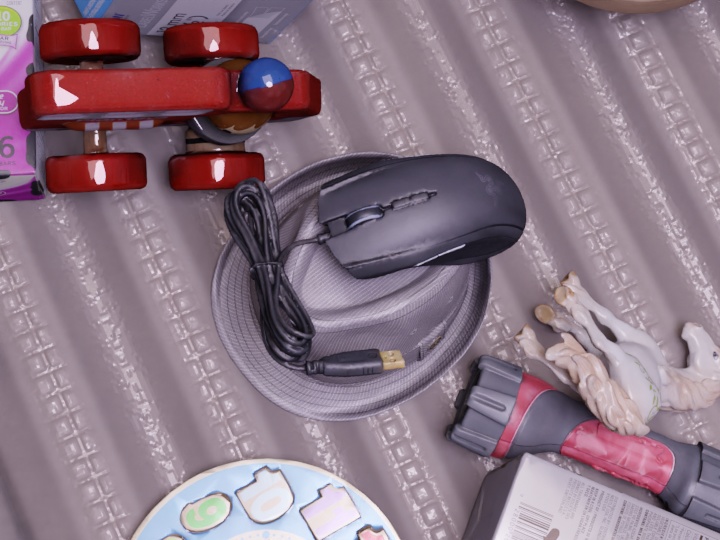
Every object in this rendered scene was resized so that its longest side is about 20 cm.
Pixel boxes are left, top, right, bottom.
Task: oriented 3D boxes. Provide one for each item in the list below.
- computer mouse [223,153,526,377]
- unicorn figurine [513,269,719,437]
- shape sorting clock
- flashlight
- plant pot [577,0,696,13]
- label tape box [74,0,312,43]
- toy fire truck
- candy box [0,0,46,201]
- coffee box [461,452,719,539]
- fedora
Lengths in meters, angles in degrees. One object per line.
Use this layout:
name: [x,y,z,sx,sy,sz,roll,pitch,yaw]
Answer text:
computer mouse: [0.024,-0.009,0.844,0.200,0.046,0.141,-6,68,-17]
unicorn figurine: [0.179,0.059,0.910,0.137,0.074,0.200,41,37,5]
shape sorting clock: [-0.061,0.221,0.877,0.200,0.039,0.200,1,75,-6]
flashlight: [0.160,0.121,0.912,0.200,0.068,0.068,23,78,0]
plant pot: [0.188,-0.270,1.000,0.201,0.093,0.201,2,76,-7]
label tape box: [-0.127,-0.206,0.895,0.200,0.143,0.066,-3,79,-27]
toy fire truck: [-0.117,-0.106,0.867,0.200,0.168,0.112,-3,94,-21]
candy box: [-0.288,-0.149,0.934,0.136,0.061,0.200,-3,76,-8]
coffee box: [0.170,0.196,0.871,0.200,0.114,0.080,23,74,-1]
fedora: [0.000,0.000,0.912,0.200,0.090,0.177,-31,81,-12]
